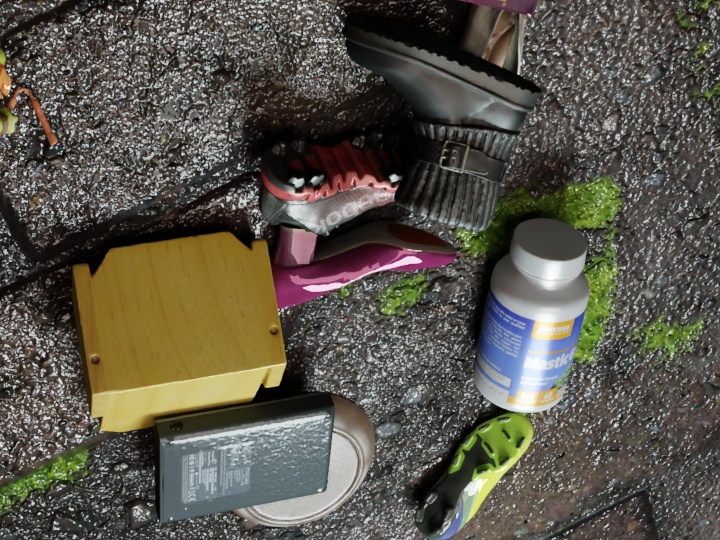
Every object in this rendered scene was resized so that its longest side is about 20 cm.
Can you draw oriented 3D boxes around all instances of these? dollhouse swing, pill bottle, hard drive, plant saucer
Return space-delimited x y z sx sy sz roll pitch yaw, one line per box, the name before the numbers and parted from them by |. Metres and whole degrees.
dollhouse swing | -0.197 0.068 1.496 0.197 0.176 0.185 -9 87 -15
pill bottle | 0.193 0.048 1.590 0.110 0.113 0.202 -6 128 -18
hard drive | -0.128 0.208 1.584 0.197 0.033 0.141 -8 131 -17
plant saucer | -0.072 0.231 1.672 0.197 0.032 0.202 -12 129 -15

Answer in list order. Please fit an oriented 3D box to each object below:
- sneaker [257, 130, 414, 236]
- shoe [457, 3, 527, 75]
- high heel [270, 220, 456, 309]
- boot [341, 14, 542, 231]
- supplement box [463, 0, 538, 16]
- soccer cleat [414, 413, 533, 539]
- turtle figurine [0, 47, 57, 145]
sneaker | -0.019 -0.085 1.433 0.198 0.071 0.098 -7 145 -30
shoe | 0.121 -0.191 1.418 0.069 0.054 0.202 -2 125 -21
high heel | 0.000 0.000 1.503 0.197 0.068 0.097 7 114 -9
boot | 0.057 -0.138 1.370 0.209 0.080 0.159 23 110 -5
supplement box | 0.077 -0.320 1.271 0.197 0.104 0.132 6 121 -27
soccer cleat | 0.142 0.252 1.769 0.201 0.065 0.083 -51 157 13
turtle figurine | -0.364 -0.149 1.243 0.160 0.065 0.201 -30 131 2
